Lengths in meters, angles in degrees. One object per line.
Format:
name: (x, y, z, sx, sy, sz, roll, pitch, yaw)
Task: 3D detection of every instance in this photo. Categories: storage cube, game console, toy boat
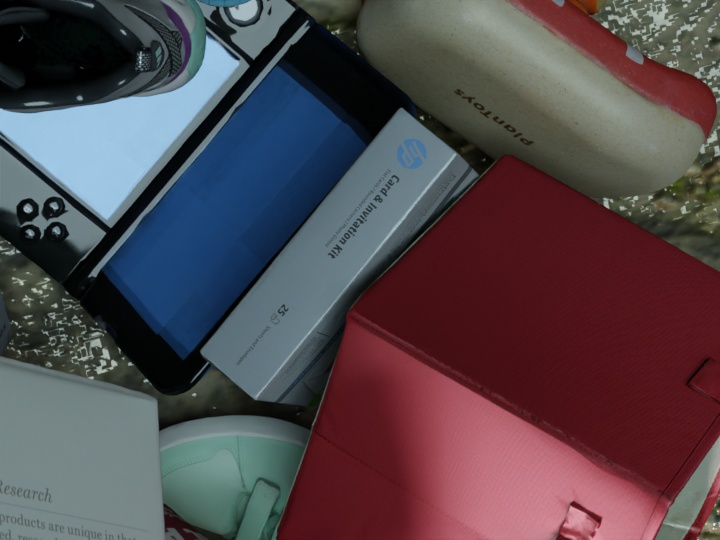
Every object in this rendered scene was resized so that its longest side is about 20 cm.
storage cube: (0.088, 0.081, 1.197, 0.180, 0.200, 0.171, 30, 132, 15)
game console: (-0.102, -0.069, 1.238, 0.171, 0.118, 0.200, 40, 92, -16)
toy boat: (0.105, -0.129, 1.274, 0.200, 0.130, 0.131, 34, 70, -16)

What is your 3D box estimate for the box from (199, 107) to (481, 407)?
box: (0.000, 0.000, 1.233, 0.041, 0.200, 0.156, 40, 92, 9)

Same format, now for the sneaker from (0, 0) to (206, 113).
sneaker: (-0.187, -0.121, 1.175, 0.199, 0.140, 0.078, 3, 101, 13)

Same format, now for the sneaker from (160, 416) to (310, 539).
sneaker: (-0.034, 0.151, 1.274, 0.200, 0.118, 0.074, 15, 131, 2)

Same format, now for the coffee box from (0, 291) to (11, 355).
coffee box: (-0.290, 0.033, 1.207, 0.199, 0.113, 0.080, -12, 104, 3)

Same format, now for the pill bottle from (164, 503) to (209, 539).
pill bottle: (-0.099, 0.191, 1.199, 0.114, 0.200, 0.114, -23, 128, -32)

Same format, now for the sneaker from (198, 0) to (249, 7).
sneaker: (-0.080, -0.239, 1.199, 0.079, 0.096, 0.200, -17, 83, -4)

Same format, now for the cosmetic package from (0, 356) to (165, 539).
cosmetic package: (-0.201, 0.159, 1.105, 0.166, 0.167, 0.201, 17, 59, -44)
